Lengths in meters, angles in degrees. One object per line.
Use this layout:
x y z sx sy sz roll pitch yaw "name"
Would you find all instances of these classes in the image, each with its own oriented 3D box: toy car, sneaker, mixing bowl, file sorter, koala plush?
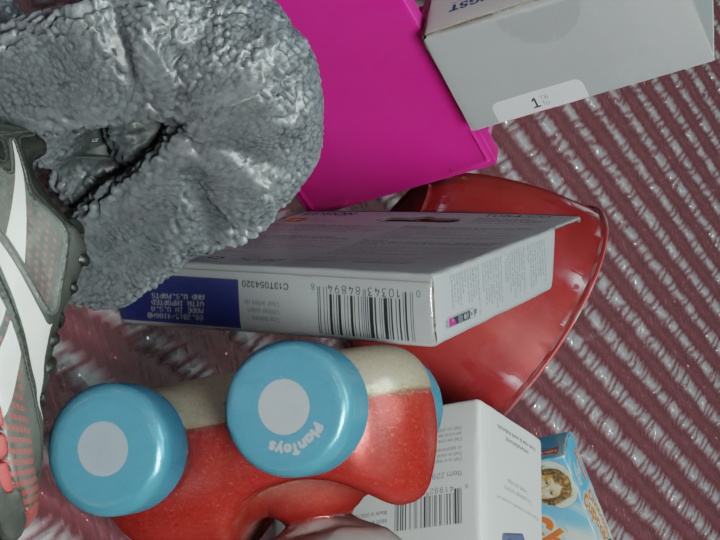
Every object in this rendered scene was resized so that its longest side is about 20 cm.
-0.036 0.146 0.781 0.184 0.176 0.201 19 58 -74 "toy car"
-0.163 0.022 0.718 0.098 0.071 0.202 -10 87 -39 "sneaker"
0.058 0.012 1.041 0.108 0.200 0.201 34 43 -11 "mixing bowl"
-0.009 -0.162 1.011 0.200 0.138 0.126 56 33 -34 "file sorter"
-0.097 -0.115 0.826 0.178 0.183 0.200 60 22 -29 "koala plush"

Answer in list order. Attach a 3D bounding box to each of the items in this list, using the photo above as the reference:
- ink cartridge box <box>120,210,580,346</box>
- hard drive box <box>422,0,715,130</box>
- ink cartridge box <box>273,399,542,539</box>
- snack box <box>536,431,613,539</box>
0.000 0.000 0.897 0.200 0.195 0.044 -17 106 -58 "ink cartridge box"
0.132 -0.195 0.977 0.077 0.155 0.201 57 31 -35 "hard drive box"
0.027 0.192 0.928 0.087 0.145 0.201 36 49 -51 "ink cartridge box"
0.125 0.215 1.118 0.201 0.116 0.037 67 24 -18 "snack box"
